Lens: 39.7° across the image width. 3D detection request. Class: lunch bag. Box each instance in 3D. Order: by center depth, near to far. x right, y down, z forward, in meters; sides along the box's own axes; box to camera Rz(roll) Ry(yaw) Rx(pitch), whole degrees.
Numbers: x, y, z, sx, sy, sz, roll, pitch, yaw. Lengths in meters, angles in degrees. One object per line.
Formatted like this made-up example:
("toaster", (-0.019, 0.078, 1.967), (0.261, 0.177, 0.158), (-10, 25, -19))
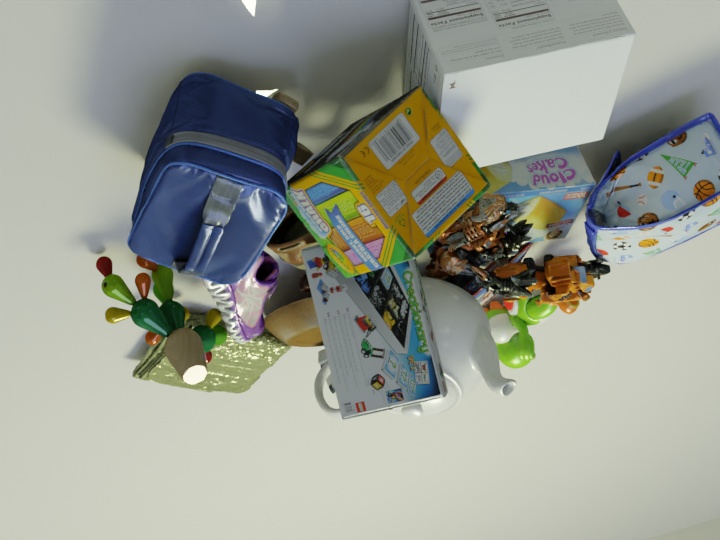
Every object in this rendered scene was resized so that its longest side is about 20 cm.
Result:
("lunch bag", (-0.152, -0.075, 0.994), (0.134, 0.134, 0.200), (18, 142, -16))
("lunch bag", (0.379, -0.091, 1.283), (0.198, 0.125, 0.170), (-30, 160, 7))

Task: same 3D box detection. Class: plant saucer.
("plant saucer", (-0.033, 0.069, 1.352), (0.197, 0.036, 0.200), (-11, 166, -3))

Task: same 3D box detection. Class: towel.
("towel", (-0.204, 0.117, 1.392), (0.198, 0.037, 0.148), (14, 135, -40))

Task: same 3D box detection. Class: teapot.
("teapot", (0.064, 0.114, 1.223), (0.195, 0.148, 0.201), (19, 142, -12))

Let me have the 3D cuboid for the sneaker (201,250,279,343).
("sneaker", (-0.138, 0.020, 1.237), (0.087, 0.081, 0.201), (-17, 148, -2))

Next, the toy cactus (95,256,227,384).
("toy cactus", (-0.229, 0.071, 1.186), (0.102, 0.166, 0.200), (-37, 137, 4))

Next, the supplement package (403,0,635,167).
("supplement package", (0.155, -0.204, 1.023), (0.197, 0.112, 0.157), (-13, 148, -9))

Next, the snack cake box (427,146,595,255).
("snack cake box", (0.179, -0.088, 1.253), (0.197, 0.068, 0.116), (-8, 146, -17))

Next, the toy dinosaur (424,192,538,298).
("toy dinosaur", (0.136, -0.029, 1.197), (0.134, 0.104, 0.200), (14, 167, -20))

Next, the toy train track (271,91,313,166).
("toy train track", (-0.124, -0.130, 1.057), (0.114, 0.033, 0.200), (25, 139, -24))

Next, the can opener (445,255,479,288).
("can opener", (0.131, 0.012, 1.381), (0.078, 0.064, 0.201), (-14, 150, -33))

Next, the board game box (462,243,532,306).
("board game box", (0.164, 0.028, 1.362), (0.199, 0.019, 0.103), (-37, 162, -42))

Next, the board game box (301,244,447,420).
("board game box", (0.016, 0.058, 1.140), (0.124, 0.203, 0.035), (-13, -179, 13))

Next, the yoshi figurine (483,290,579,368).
("yoshi figurine", (0.261, 0.080, 1.518), (0.111, 0.113, 0.200), (3, 146, -41))

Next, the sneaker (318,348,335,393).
("sneaker", (0.041, 0.122, 1.403), (0.197, 0.072, 0.073), (-17, 175, 7))

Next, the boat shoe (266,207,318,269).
("boat shoe", (-0.036, -0.070, 1.161), (0.073, 0.076, 0.200), (18, 132, -40))

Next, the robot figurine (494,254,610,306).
("robot figurine", (0.254, 0.014, 1.333), (0.143, 0.059, 0.199), (-8, 173, 25))

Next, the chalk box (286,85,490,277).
("chalk box", (0.011, -0.081, 1.022), (0.125, 0.124, 0.199), (-43, -168, -24))

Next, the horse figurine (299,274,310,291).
("horse figurine", (0.000, 0.000, 1.303), (0.197, 0.051, 0.133), (-11, 156, -23))
